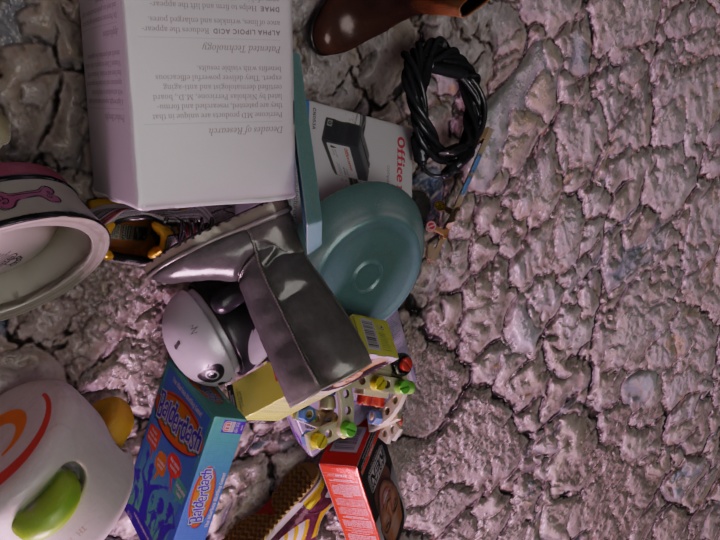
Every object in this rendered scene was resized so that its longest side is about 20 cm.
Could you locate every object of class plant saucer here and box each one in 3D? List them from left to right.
[{"bbox_3d":[-0.057,-0.121,0.843,0.019,0.203,0.070,-7,158,-6],"label":"plant saucer"},{"bbox_3d":[0.000,0.000,0.943,0.198,0.036,0.202,-21,129,-27],"label":"plant saucer"}]

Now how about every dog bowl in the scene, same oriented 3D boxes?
[{"bbox_3d":[-0.342,-0.024,0.787,0.198,0.074,0.200,-28,165,-8],"label":"dog bowl"}]

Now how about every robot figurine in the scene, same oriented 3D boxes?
[{"bbox_3d":[-0.132,0.050,0.982,0.199,0.124,0.152,-31,123,-20],"label":"robot figurine"}]

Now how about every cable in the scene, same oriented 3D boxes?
[{"bbox_3d":[0.102,-0.209,1.052,0.200,0.050,0.165,-44,115,-50],"label":"cable"}]

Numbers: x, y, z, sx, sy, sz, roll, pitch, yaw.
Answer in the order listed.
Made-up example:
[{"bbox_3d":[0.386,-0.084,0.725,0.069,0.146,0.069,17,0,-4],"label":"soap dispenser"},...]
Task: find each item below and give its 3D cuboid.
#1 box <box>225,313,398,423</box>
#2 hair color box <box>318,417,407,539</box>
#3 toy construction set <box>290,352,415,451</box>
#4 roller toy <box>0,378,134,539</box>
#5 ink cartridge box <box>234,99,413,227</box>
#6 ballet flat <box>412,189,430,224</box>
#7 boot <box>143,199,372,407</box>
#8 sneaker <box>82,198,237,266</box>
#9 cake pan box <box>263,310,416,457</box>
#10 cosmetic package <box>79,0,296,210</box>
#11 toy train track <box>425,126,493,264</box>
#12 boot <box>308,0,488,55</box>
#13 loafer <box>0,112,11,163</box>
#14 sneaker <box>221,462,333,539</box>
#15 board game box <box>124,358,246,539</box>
[{"bbox_3d":[-0.058,0.116,0.959,0.199,0.051,0.075,-30,155,29],"label":"box"},{"bbox_3d":[0.008,0.313,1.195,0.102,0.060,0.202,-61,143,-50],"label":"hair color box"},{"bbox_3d":[0.004,0.165,1.067,0.199,0.091,0.133,18,77,-52],"label":"toy construction set"},{"bbox_3d":[-0.337,0.220,0.881,0.180,0.201,0.140,-20,126,16],"label":"roller toy"},{"bbox_3d":[-0.038,-0.108,0.979,0.198,0.083,0.147,8,80,-36],"label":"ink cartridge box"},{"bbox_3d":[0.014,-0.042,1.102,0.200,0.057,0.067,-40,104,-21],"label":"ballet flat"},{"bbox_3d":[-0.105,0.044,0.863,0.180,0.073,0.202,-22,99,7],"label":"boot"},{"bbox_3d":[-0.209,-0.036,0.923,0.198,0.082,0.079,-8,113,-32],"label":"sneaker"},{"bbox_3d":[-0.022,0.124,1.122,0.199,0.052,0.186,-34,133,-18],"label":"cake pan box"},{"bbox_3d":[-0.170,-0.172,0.822,0.163,0.164,0.203,-8,105,-29],"label":"cosmetic package"},{"bbox_3d":[0.125,-0.106,1.135,0.032,0.115,0.202,25,80,2],"label":"toy train track"},{"bbox_3d":[0.057,-0.284,0.925,0.187,0.200,0.069,-31,123,-20],"label":"boot"},{"bbox_3d":[-0.365,-0.144,0.784,0.068,0.076,0.202,-17,127,-29],"label":"loafer"},{"bbox_3d":[-0.110,0.364,1.156,0.200,0.075,0.090,-42,121,-11],"label":"sneaker"},{"bbox_3d":[-0.211,0.227,0.985,0.045,0.152,0.202,13,101,-36],"label":"board game box"}]
